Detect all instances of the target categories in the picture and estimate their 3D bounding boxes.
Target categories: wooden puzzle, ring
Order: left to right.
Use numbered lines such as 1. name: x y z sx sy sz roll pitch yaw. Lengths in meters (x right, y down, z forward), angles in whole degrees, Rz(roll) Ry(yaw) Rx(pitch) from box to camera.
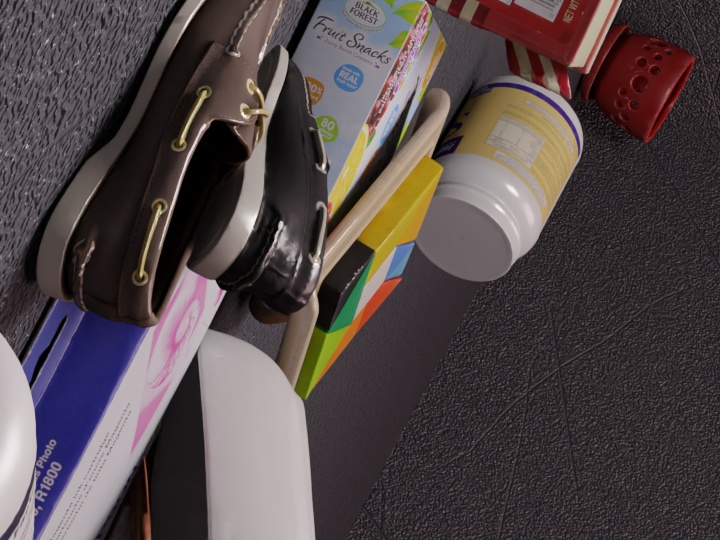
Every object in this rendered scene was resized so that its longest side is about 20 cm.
1. ring: -0.144 0.210 1.127 0.200 0.019 0.203 177 -90 -84
2. wooden puzzle: 0.000 0.000 1.164 0.201 0.037 0.186 -57 172 -34

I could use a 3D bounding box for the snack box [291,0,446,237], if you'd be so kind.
1. snack box: -0.019 -0.084 1.140 0.201 0.067 0.169 -63 173 1

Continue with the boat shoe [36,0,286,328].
1. boat shoe: -0.078 -0.064 0.824 0.072 0.059 0.201 86 29 -61

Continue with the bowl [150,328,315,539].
1. bowl: -0.080 0.160 1.071 0.201 0.074 0.201 113 -22 -47

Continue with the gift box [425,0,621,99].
1. gift box: 0.118 -0.224 1.159 0.186 0.199 0.187 -60 174 11

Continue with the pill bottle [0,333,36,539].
1. pill bottle: -0.157 0.070 0.547 0.111 0.110 0.201 -58 170 -37

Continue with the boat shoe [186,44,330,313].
1. boat shoe: -0.045 -0.050 0.907 0.074 0.060 0.201 -49 -160 24

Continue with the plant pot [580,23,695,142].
1. plant pot: 0.557 -0.388 3.573 0.201 0.181 0.201 -55 166 -21

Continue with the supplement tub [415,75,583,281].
1. supplement tub: 0.149 -0.101 1.930 0.201 0.144 0.146 -58 170 -37

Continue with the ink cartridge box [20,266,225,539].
1. ink cartridge box: -0.136 0.064 0.932 0.198 0.043 0.200 -63 174 -5

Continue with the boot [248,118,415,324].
1. boot: -0.024 -0.043 1.311 0.201 0.073 0.075 -56 -172 -27
